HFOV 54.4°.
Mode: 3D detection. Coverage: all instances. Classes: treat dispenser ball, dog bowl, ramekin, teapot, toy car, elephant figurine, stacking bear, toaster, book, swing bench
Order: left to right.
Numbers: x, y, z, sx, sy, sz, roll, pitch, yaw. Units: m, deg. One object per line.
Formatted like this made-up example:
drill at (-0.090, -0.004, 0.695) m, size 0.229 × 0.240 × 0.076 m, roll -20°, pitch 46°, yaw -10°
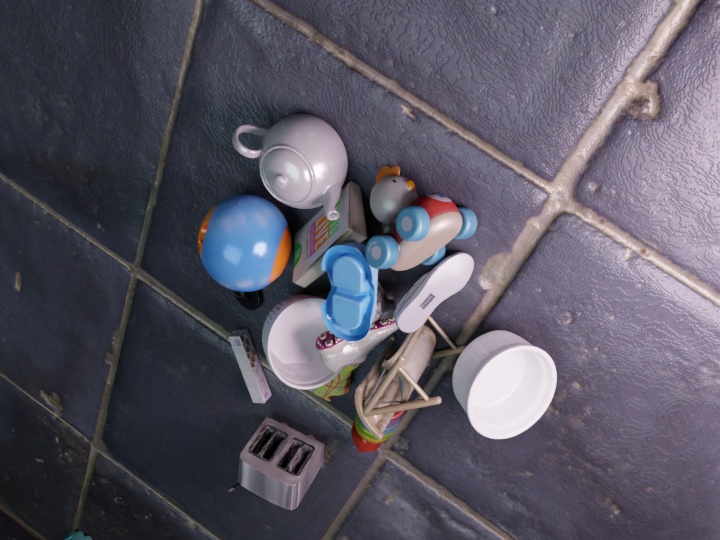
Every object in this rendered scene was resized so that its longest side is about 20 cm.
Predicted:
treat dispenser ball at (-0.244, -0.058, 1.481) m, size 0.197 × 0.201 × 0.205 m, roll 13°, pitch 123°, yaw 20°
toaster at (-0.208, 0.493, 1.785) m, size 0.177 × 0.201 × 0.121 m, roll 21°, pitch 130°, yaw 15°
teapot at (-0.130, -0.203, 1.374) m, size 0.196 × 0.146 × 0.201 m, roll -3°, pitch 116°, yaw 29°
ramekin at (-0.126, 0.149, 1.548) m, size 0.105 × 0.198 × 0.204 m, roll 22°, pitch 139°, yaw 65°
book at (-0.068, -0.073, 1.432) m, size 0.047 × 0.136 × 0.199 m, roll 24°, pitch 134°, yaw -30°
dog bowl at (-0.017, 0.037, 1.358) m, size 0.109 × 0.050 × 0.204 m, roll 14°, pitch 119°, yaw 24°
elephant figurine at (0.000, 0.000, 1.451) m, size 0.141 × 0.153 × 0.205 m, roll 11°, pitch 118°, yaw 60°
stacking bear at (0.031, 0.352, 1.640) m, size 0.113 × 0.121 × 0.202 m, roll 33°, pitch 137°, yaw 15°
swing bench at (0.092, 0.212, 1.464) m, size 0.130 × 0.199 × 0.199 m, roll 47°, pitch 127°, yaw -5°
toy car at (0.086, -0.123, 1.324) m, size 0.176 × 0.182 × 0.203 m, roll -41°, pitch 67°, yaw 37°
ramekin at (0.276, 0.218, 1.379) m, size 0.196 × 0.098 × 0.205 m, roll -9°, pitch 114°, yaw -19°

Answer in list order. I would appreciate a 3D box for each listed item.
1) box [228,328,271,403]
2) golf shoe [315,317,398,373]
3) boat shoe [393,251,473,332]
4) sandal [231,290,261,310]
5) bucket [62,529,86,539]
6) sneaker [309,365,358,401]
box at (-0.279, 0.243, 1.776) m, size 0.041 × 0.039 × 0.204 m, roll -3°, pitch 116°, yaw 30°
golf shoe at (0.002, 0.153, 1.512) m, size 0.196 × 0.075 × 0.093 m, roll -20°, pitch 116°, yaw -9°
boat shoe at (0.142, 0.037, 1.400) m, size 0.072 × 0.066 × 0.201 m, roll 36°, pitch 98°, yaw -23°
sandal at (-0.301, 0.010, 1.651) m, size 0.075 × 0.043 × 0.203 m, roll -18°, pitch 108°, yaw 34°
bucket at (-1.070, 1.098, 2.623) m, size 0.203 × 0.135 × 0.212 m, roll 12°, pitch 121°, yaw 21°
sneaker at (-0.046, 0.245, 1.642) m, size 0.090 × 0.079 × 0.199 m, roll 41°, pitch 134°, yaw -10°
